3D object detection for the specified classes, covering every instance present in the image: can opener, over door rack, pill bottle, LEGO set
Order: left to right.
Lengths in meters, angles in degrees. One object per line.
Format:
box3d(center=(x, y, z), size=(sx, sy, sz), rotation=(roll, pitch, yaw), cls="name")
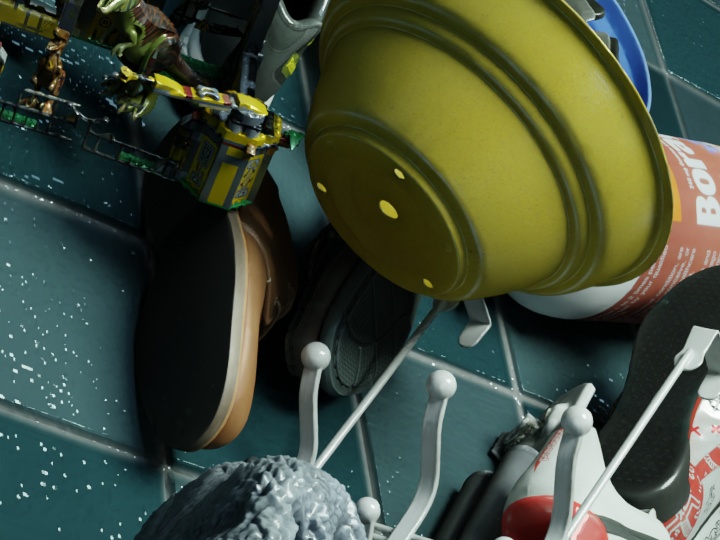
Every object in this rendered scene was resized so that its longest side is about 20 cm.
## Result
box3d(center=(-0.104, -0.128, 0.923), size=(0.200, 0.116, 0.154), rotation=(23, 32, -4), cls="LEGO set")
box3d(center=(0.053, 0.059, 0.922), size=(0.200, 0.147, 0.067), rotation=(-40, 132, -43), cls="over door rack")
box3d(center=(0.083, 0.123, 1.018), size=(0.067, 0.053, 0.200), rotation=(47, 34, -7), cls="can opener")
box3d(center=(0.141, -0.026, 1.180), size=(0.200, 0.112, 0.112), rotation=(4, 54, -49), cls="pill bottle")

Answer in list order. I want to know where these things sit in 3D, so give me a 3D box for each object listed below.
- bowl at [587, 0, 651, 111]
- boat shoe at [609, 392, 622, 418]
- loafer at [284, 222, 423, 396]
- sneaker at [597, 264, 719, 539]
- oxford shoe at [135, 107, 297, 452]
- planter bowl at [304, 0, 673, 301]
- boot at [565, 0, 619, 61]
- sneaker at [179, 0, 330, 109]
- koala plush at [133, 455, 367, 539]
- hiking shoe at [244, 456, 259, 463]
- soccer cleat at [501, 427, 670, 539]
box3d(center=(0.105, -0.160, 1.337), size=(0.200, 0.039, 0.201), rotation=(31, 38, -28), cls="bowl")
box3d(center=(0.209, 0.084, 1.207), size=(0.200, 0.072, 0.068), rotation=(5, 23, -38), cls="boat shoe")
box3d(center=(0.000, 0.000, 1.045), size=(0.063, 0.072, 0.200), rotation=(10, 30, 20), cls="loafer")
box3d(center=(0.175, 0.091, 1.099), size=(0.201, 0.067, 0.108), rotation=(-54, 143, -43), cls="sneaker")
box3d(center=(-0.057, 0.009, 0.949), size=(0.071, 0.071, 0.200), rotation=(35, 34, -29), cls="oxford shoe")
box3d(center=(0.035, -0.048, 0.932), size=(0.083, 0.200, 0.200), rotation=(-42, 92, -26), cls="planter bowl")
box3d(center=(0.059, -0.139, 1.156), size=(0.130, 0.068, 0.200), rotation=(-15, 46, -13), cls="boot")
box3d(center=(-0.045, -0.158, 1.111), size=(0.074, 0.085, 0.200), rotation=(32, 37, -27), cls="sneaker")
box3d(center=(-0.015, 0.184, 0.729), size=(0.200, 0.177, 0.184), rotation=(44, 32, -12), cls="koala plush")
box3d(center=(0.000, 0.162, 0.834), size=(0.200, 0.101, 0.076), rotation=(40, 35, -16), cls="hiking shoe")
box3d(center=(0.129, 0.160, 0.981), size=(0.200, 0.068, 0.085), rotation=(56, 39, -28), cls="soccer cleat")
